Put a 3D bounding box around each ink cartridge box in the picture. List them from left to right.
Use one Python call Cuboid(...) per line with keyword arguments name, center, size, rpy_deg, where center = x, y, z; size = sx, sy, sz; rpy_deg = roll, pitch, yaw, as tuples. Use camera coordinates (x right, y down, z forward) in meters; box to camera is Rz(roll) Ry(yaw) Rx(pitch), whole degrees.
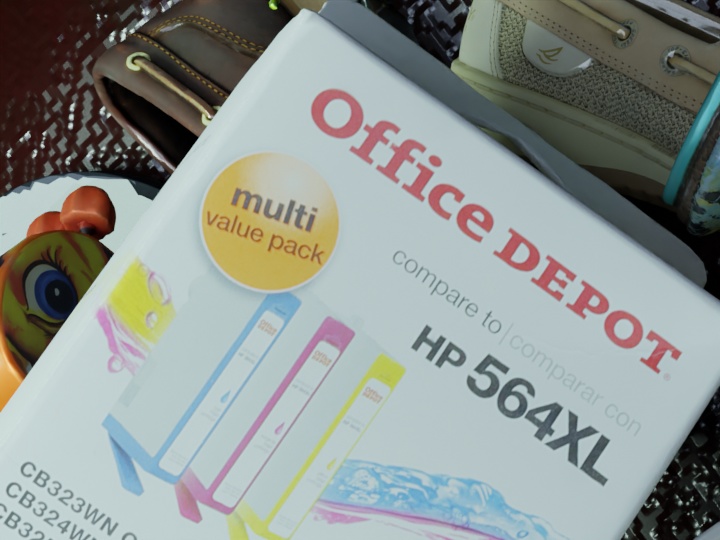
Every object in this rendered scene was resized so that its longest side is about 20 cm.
Cuboid(name="ink cartridge box", center=(-0.012, 0.041, 0.675), size=(0.128, 0.125, 0.200), rpy_deg=(35, 81, -5))

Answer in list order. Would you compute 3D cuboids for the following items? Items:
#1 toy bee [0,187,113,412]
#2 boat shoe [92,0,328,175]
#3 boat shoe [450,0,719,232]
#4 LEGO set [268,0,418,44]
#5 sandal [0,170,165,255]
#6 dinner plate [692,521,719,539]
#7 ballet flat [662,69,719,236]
Cuboid(name="toy bee", center=(-0.073, 0.032, 0.789), size=(0.130, 0.109, 0.200), rpy_deg=(-8, 129, 30))
Cuboid(name="boat shoe", center=(0.000, 0.000, 0.801), size=(0.200, 0.070, 0.071), rpy_deg=(49, 153, 26))
Cuboid(name="boat shoe", center=(0.112, -0.042, 0.758), size=(0.199, 0.071, 0.065), rpy_deg=(19, 101, 25))
Cuboid(name="LEGO set", center=(0.032, -0.146, 0.777), size=(0.200, 0.116, 0.154), rpy_deg=(-38, 36, 4))
Cuboid(name="sandal", center=(-0.043, 0.026, 0.853), size=(0.200, 0.043, 0.076), rpy_deg=(25, 103, 23))
Cuboid(name="dinner plate", center=(0.078, 0.084, 0.708), size=(0.200, 0.200, 0.024), rpy_deg=(-40, 80, 22))
Cuboid(name="ballet flat", center=(0.141, -0.088, 0.709), size=(0.074, 0.074, 0.201), rpy_deg=(18, 71, 24))
